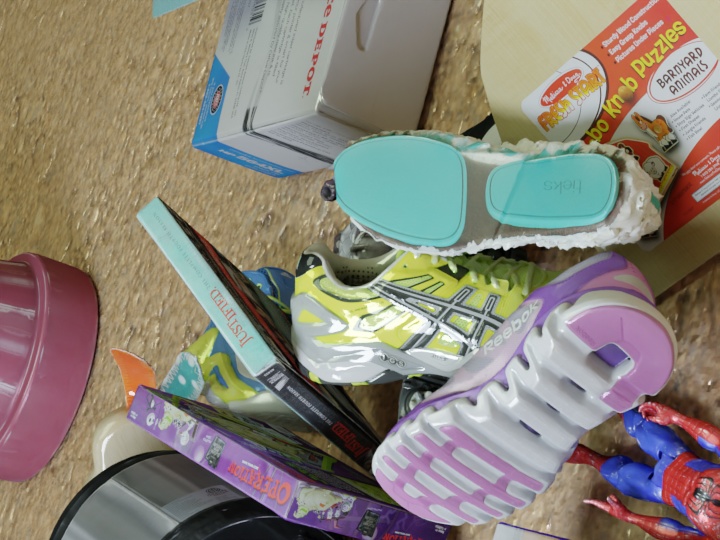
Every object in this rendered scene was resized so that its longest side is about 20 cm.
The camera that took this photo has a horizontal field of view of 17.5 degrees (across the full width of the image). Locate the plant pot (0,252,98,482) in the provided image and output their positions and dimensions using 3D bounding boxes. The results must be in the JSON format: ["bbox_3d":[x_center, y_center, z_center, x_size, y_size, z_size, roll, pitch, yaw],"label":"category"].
[{"bbox_3d":[-0.349,0.067,2.015,0.200,0.179,0.201,-38,43,46],"label":"plant pot"}]

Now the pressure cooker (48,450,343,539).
[{"bbox_3d":[-0.105,0.205,1.487,0.200,0.175,0.179,20,87,59],"label":"pressure cooker"}]

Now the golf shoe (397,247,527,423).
[{"bbox_3d":[0.061,0.052,1.413,0.088,0.077,0.201,118,161,-68],"label":"golf shoe"}]

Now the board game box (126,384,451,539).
[{"bbox_3d":[-0.047,0.122,1.434,0.200,0.120,0.032,24,89,55],"label":"board game box"}]

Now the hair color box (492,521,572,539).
[{"bbox_3d":[0.128,0.198,1.185,0.200,0.065,0.110,4,76,60],"label":"hair color box"}]

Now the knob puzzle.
[{"bbox_3d":[0.145,-0.101,1.244,0.030,0.220,0.220,-41,4,-42],"label":"knob puzzle"}]

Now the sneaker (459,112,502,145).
[{"bbox_3d":[0.119,-0.097,1.360,0.199,0.073,0.112,-19,50,31],"label":"sneaker"}]

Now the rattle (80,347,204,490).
[{"bbox_3d":[-0.140,0.131,1.636,0.143,0.130,0.201,-53,-48,-71],"label":"rattle"}]

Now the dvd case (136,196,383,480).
[{"bbox_3d":[-0.053,0.047,1.437,0.022,0.200,0.146,-41,58,4],"label":"dvd case"}]

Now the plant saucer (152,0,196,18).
[{"bbox_3d":[-0.071,-0.244,1.736,0.200,0.019,0.070,-38,15,-33],"label":"plant saucer"}]

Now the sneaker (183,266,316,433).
[{"bbox_3d":[-0.070,0.048,1.629,0.200,0.076,0.105,15,85,63],"label":"sneaker"}]

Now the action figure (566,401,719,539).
[{"bbox_3d":[0.156,0.103,1.214,0.200,0.052,0.066,27,92,60],"label":"action figure"}]

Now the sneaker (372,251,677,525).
[{"bbox_3d":[0.089,0.059,1.253,0.200,0.080,0.089,-40,23,30],"label":"sneaker"}]

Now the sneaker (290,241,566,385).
[{"bbox_3d":[0.054,0.018,1.319,0.075,0.199,0.077,-72,-26,-66],"label":"sneaker"}]

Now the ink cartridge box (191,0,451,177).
[{"bbox_3d":[-0.027,-0.153,1.668,0.200,0.084,0.147,-6,66,60],"label":"ink cartridge box"}]

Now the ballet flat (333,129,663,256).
[{"bbox_3d":[0.077,-0.037,1.278,0.199,0.072,0.072,7,78,38],"label":"ballet flat"}]

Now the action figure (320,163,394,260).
[{"bbox_3d":[0.000,0.000,1.457,0.200,0.069,0.131,110,172,-83],"label":"action figure"}]
